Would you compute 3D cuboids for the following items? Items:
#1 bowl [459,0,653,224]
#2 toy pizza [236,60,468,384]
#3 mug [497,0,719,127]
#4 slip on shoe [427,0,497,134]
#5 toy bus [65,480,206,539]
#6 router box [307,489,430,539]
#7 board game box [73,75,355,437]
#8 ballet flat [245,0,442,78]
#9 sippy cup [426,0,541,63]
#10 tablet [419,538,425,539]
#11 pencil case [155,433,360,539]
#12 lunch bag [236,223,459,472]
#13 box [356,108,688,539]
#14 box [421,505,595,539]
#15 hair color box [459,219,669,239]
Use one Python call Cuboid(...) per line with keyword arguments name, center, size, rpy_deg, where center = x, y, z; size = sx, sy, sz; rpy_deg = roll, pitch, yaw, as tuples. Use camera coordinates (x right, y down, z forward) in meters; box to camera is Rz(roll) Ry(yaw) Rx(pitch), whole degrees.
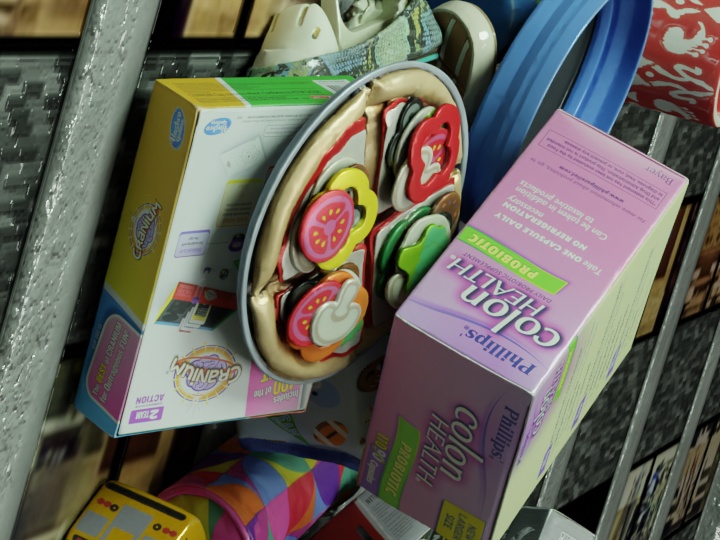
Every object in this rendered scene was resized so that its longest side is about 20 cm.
Cuboid(name="bowl", center=(0.123, -0.107, 1.732), size=(0.201, 0.039, 0.201), rpy_deg=(-54, 162, -27))
Cuboid(name="toy pizza", center=(0.005, -0.022, 1.531), size=(0.200, 0.032, 0.201), rpy_deg=(-37, 141, -36))
Cuboid(name="mug", center=(0.183, -0.201, 1.915), size=(0.133, 0.199, 0.178), rpy_deg=(-47, 152, -49))
Cuboid(name="slip on shoe", center=(0.067, -0.111, 1.751), size=(0.060, 0.076, 0.200), rpy_deg=(-20, 152, -20))
Cuboid(name="toy bus", center=(-0.131, 0.214, 1.645), size=(0.078, 0.065, 0.201), rpy_deg=(-55, 157, -37))
Cuboid(name="router box", center=(-0.008, 0.196, 1.883), size=(0.179, 0.049, 0.200), rpy_deg=(-43, 176, 27))
Cuboid(name="board game box", center=(-0.072, -0.010, 1.520), size=(0.153, 0.040, 0.201), rpy_deg=(-5, 118, -45))
Cuboid(name="ballet flat", center=(-0.021, -0.134, 1.614), size=(0.200, 0.074, 0.075), rpy_deg=(-33, 140, -55))
Cuboid(name="sippy cup", center=(0.097, -0.198, 1.799), size=(0.130, 0.139, 0.179), rpy_deg=(-29, 95, -49))
Cuboid(name="tablet", center=(-0.011, 0.232, 1.802), size=(0.130, 0.014, 0.200), rpy_deg=(-41, 175, 4))
Cuboid(name="pencil case", center=(-0.063, 0.148, 1.748), size=(0.200, 0.088, 0.089), rpy_deg=(-29, 136, -61))
Cuboid(name="lunch bag", center=(0.000, 0.000, 1.714), size=(0.200, 0.123, 0.171), rpy_deg=(-60, 155, -46))
Cuboid(name="box", center=(0.097, 0.038, 1.634), size=(0.200, 0.096, 0.176), rpy_deg=(-52, 164, -35))
Cuboid(name="box", center=(0.070, 0.265, 1.907), size=(0.048, 0.158, 0.201), rpy_deg=(31, 72, -28))
Cuboid(name="hair color box", center=(0.106, -0.027, 1.870), size=(0.100, 0.199, 0.061), rpy_deg=(-65, 161, -14))
